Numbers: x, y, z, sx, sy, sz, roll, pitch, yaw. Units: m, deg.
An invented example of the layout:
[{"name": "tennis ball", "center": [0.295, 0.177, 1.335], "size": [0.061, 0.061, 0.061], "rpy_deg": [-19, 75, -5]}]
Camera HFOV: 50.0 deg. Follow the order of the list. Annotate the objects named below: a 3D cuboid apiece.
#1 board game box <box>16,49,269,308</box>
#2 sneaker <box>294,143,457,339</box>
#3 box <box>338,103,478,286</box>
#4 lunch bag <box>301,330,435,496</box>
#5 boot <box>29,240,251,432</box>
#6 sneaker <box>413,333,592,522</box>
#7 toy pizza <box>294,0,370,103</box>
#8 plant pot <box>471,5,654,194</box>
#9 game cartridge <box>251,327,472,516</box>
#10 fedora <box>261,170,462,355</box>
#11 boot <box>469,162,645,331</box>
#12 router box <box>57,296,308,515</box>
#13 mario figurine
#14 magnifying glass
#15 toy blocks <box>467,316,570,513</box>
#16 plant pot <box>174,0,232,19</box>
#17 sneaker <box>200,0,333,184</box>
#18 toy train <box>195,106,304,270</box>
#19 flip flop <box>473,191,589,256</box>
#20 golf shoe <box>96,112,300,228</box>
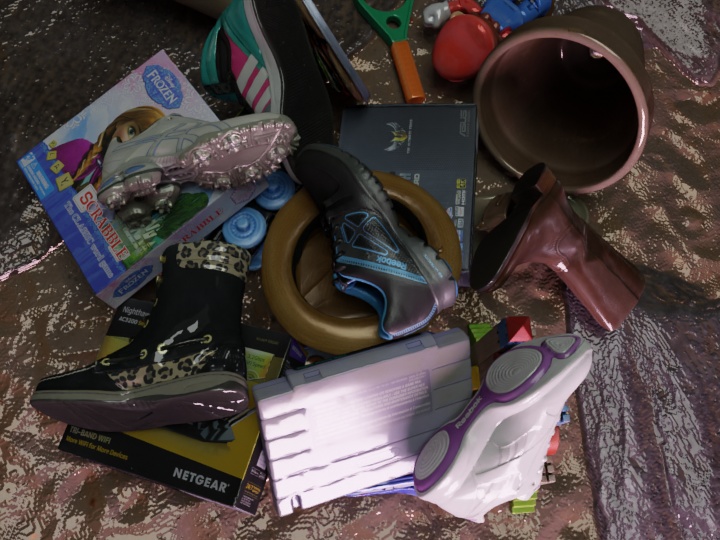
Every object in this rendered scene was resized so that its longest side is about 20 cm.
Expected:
[{"name": "board game box", "center": [-0.227, -0.100, 0.794], "size": [0.199, 0.041, 0.201], "rpy_deg": [-39, 65, -5]}, {"name": "sneaker", "center": [-0.003, -0.030, 0.683], "size": [0.081, 0.073, 0.200], "rpy_deg": [-36, 71, -15]}, {"name": "box", "center": [0.049, -0.086, 0.853], "size": [0.155, 0.051, 0.204], "rpy_deg": [2, 70, 13]}, {"name": "lunch bag", "center": [0.012, 0.149, 0.779], "size": [0.196, 0.076, 0.163], "rpy_deg": [-5, 74, -9]}, {"name": "boot", "center": [-0.191, 0.059, 0.702], "size": [0.200, 0.074, 0.156], "rpy_deg": [-7, 59, 12]}, {"name": "sneaker", "center": [0.137, 0.140, 0.682], "size": [0.099, 0.075, 0.200], "rpy_deg": [37, 104, -18]}, {"name": "toy pizza", "center": [-0.052, -0.267, 0.853], "size": [0.031, 0.200, 0.202], "rpy_deg": [-32, 78, 7]}, {"name": "plant pot", "center": [0.252, -0.219, 0.890], "size": [0.199, 0.201, 0.175], "rpy_deg": [36, 52, 5]}, {"name": "game cartridge", "center": [0.008, 0.132, 0.692], "size": [0.197, 0.038, 0.132], "rpy_deg": [-14, 111, -15]}, {"name": "fedora", "center": [0.000, 0.000, 0.756], "size": [0.196, 0.082, 0.204], "rpy_deg": [1, 65, -2]}, {"name": "boot", "center": [0.221, 0.012, 0.827], "size": [0.200, 0.064, 0.187], "rpy_deg": [46, 60, -18]}, {"name": "router box", "center": [-0.166, 0.123, 0.731], "size": [0.197, 0.052, 0.160], "rpy_deg": [10, 68, 20]}, {"name": "mario figurine", "center": [0.153, -0.294, 0.963], "size": [0.122, 0.107, 0.200], "rpy_deg": [22, 52, 38]}, {"name": "magnifying glass", "center": [0.043, -0.299, 0.964], "size": [0.078, 0.022, 0.203], "rpy_deg": [-11, 72, -13]}, {"name": "toy blocks", "center": [0.159, 0.135, 0.771], "size": [0.098, 0.137, 0.204], "rpy_deg": [-1, 72, -9]}, {"name": "plant pot", "center": [-0.195, -0.387, 0.878], "size": [0.181, 0.200, 0.203], "rpy_deg": [27, 69, -10]}, {"name": "sneaker", "center": [-0.103, -0.180, 0.790], "size": [0.083, 0.120, 0.204], "rpy_deg": [-19, 97, -42]}, {"name": "toy train", "center": [-0.118, -0.091, 0.837], "size": [0.113, 0.087, 0.201], "rpy_deg": [30, 72, 12]}, {"name": "flip flop", "center": [0.174, -0.057, 0.880], "size": [0.196, 0.058, 0.083], "rpy_deg": [-7, 72, -10]}, {"name": "golf shoe", "center": [-0.157, -0.122, 0.726], "size": [0.197, 0.079, 0.099], "rpy_deg": [-18, 60, 4]}]
